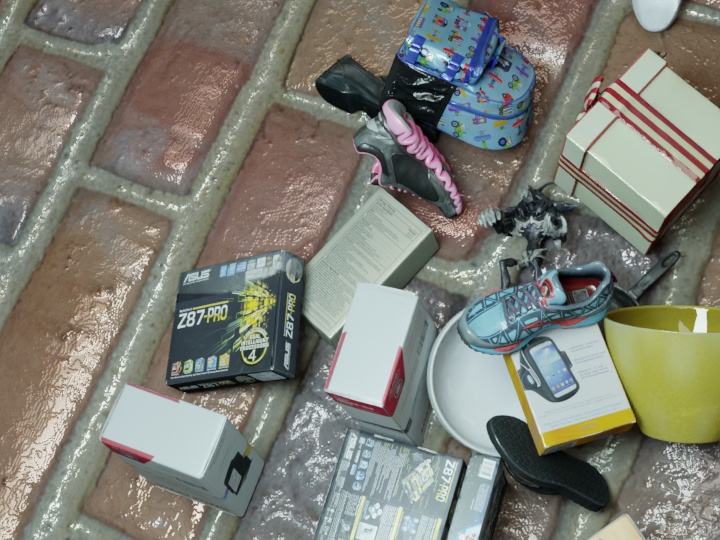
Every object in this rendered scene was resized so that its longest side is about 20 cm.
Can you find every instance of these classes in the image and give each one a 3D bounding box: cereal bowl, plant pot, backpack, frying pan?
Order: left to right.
[{"bbox_3d":[0.148,-0.260,1.775,0.199,0.135,0.183,26,43,5],"label":"backpack"},{"bbox_3d":[0.177,0.134,1.654,0.198,0.083,0.202,1,83,-7],"label":"cereal bowl"},{"bbox_3d":[0.324,0.039,1.703,0.114,0.031,0.191,24,73,17],"label":"frying pan"},{"bbox_3d":[0.392,0.127,1.588,0.198,0.200,0.143,2,98,12],"label":"plant pot"}]

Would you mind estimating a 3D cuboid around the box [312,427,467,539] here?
[{"bbox_3d":[0.031,0.314,1.651,0.160,0.049,0.201,12,72,18],"label":"box"}]

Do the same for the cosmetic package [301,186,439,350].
[{"bbox_3d":[0.000,0.000,1.764,0.200,0.073,0.103,-45,67,-8],"label":"cosmetic package"}]

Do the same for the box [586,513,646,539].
[{"bbox_3d":[0.274,0.409,1.532,0.199,0.106,0.153,-35,67,-3],"label":"box"}]

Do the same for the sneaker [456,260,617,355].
[{"bbox_3d":[0.206,0.032,1.542,0.199,0.096,0.080,-18,65,-13],"label":"sneaker"}]

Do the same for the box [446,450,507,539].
[{"bbox_3d":[0.129,0.330,1.576,0.037,0.137,0.201,14,72,14],"label":"box"}]

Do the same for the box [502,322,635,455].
[{"bbox_3d":[0.239,0.111,1.584,0.118,0.042,0.201,-14,66,-10],"label":"box"}]

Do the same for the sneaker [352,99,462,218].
[{"bbox_3d":[0.061,-0.134,1.754,0.095,0.200,0.079,-34,33,12],"label":"sneaker"}]

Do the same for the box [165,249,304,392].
[{"bbox_3d":[-0.165,0.070,1.733,0.199,0.049,0.163,-10,64,38],"label":"box"}]

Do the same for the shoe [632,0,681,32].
[{"bbox_3d":[0.426,-0.437,1.846,0.071,0.091,0.202,2,99,25],"label":"shoe"}]

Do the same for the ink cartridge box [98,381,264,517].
[{"bbox_3d":[-0.220,0.228,1.654,0.145,0.200,0.083,17,71,17],"label":"ink cartridge box"}]

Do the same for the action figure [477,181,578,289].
[{"bbox_3d":[0.219,-0.044,1.716,0.118,0.102,0.202,-2,62,22],"label":"action figure"}]

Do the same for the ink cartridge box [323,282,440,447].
[{"bbox_3d":[0.037,0.122,1.642,0.083,0.200,0.146,12,72,20],"label":"ink cartridge box"}]

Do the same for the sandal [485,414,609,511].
[{"bbox_3d":[0.218,0.242,1.583,0.048,0.200,0.076,-39,31,33],"label":"sandal"}]

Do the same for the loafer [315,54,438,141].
[{"bbox_3d":[0.033,-0.247,1.854,0.199,0.073,0.073,30,73,19],"label":"loafer"}]

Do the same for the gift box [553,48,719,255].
[{"bbox_3d":[0.366,-0.163,1.697,0.186,0.185,0.200,41,74,13],"label":"gift box"}]
